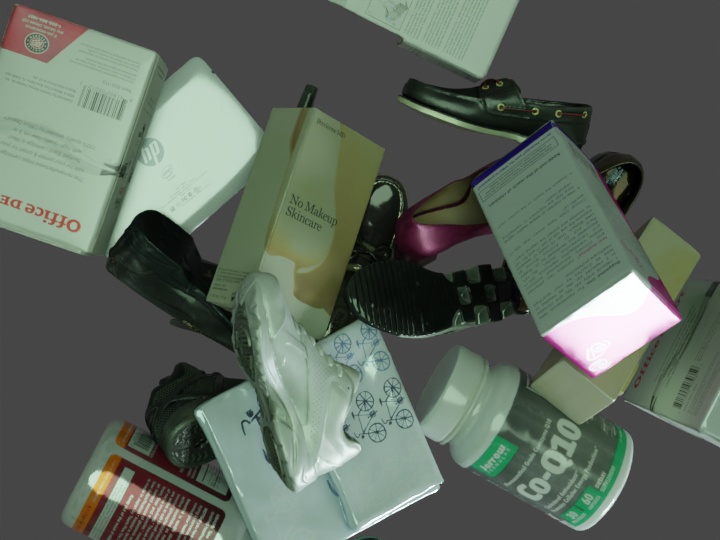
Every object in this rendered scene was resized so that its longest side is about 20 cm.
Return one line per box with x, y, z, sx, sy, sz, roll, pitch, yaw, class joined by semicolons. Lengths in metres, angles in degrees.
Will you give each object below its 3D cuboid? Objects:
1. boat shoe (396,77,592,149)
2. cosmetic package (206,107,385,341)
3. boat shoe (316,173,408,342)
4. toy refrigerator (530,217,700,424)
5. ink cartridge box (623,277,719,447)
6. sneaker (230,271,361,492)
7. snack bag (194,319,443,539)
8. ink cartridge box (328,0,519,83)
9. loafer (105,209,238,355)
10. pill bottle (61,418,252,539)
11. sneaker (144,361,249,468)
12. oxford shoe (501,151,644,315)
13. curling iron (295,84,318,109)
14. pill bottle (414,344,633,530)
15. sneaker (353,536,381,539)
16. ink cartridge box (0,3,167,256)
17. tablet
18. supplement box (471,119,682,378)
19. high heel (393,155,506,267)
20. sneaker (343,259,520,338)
0.134;-0.161;1.226;0.200;0.074;0.064;13;103;-13;boat shoe
-0.060;-0.045;1.179;0.105;0.071;0.202;24;80;-40;cosmetic package
0.000;0.000;1.224;0.073;0.065;0.201;19;89;-5;boat shoe
0.252;0.049;1.202;0.070;0.076;0.200;38;59;1;toy refrigerator
0.352;0.093;1.197;0.083;0.200;0.146;27;89;-8;ink cartridge box
-0.052;0.090;1.104;0.099;0.078;0.202;-19;106;-20;sneaker
-0.038;0.164;1.154;0.199;0.021;0.190;-25;99;-18;snack bag
0.083;-0.316;1.231;0.175;0.045;0.201;25;89;-8;ink cartridge box
-0.161;0.029;1.216;0.200;0.073;0.072;44;119;-11;loafer
-0.176;0.235;1.190;0.199;0.113;0.114;29;89;-6;pill bottle
-0.122;0.125;1.213;0.198;0.114;0.077;-14;120;-32;sneaker
0.209;-0.040;1.236;0.072;0.084;0.201;37;90;-8;oxford shoe
-0.074;-0.087;1.234;0.049;0.026;0.202;13;90;-15;curling iron
0.159;0.163;1.222;0.199;0.113;0.114;29;89;-6;pill bottle
-0.048;0.354;1.207;0.199;0.140;0.078;-23;55;-21;sneaker
-0.285;-0.129;1.172;0.145;0.083;0.201;19;88;-1;ink cartridge box
-0.195;-0.101;1.227;0.200;0.014;0.130;-41;95;-4;tablet
0.192;-0.021;1.119;0.103;0.201;0.101;-37;134;17;supplement box
0.117;-0.071;1.202;0.200;0.096;0.067;-39;76;-19;high heel
0.054;0.034;1.191;0.199;0.088;0.075;3;76;-37;sneaker
